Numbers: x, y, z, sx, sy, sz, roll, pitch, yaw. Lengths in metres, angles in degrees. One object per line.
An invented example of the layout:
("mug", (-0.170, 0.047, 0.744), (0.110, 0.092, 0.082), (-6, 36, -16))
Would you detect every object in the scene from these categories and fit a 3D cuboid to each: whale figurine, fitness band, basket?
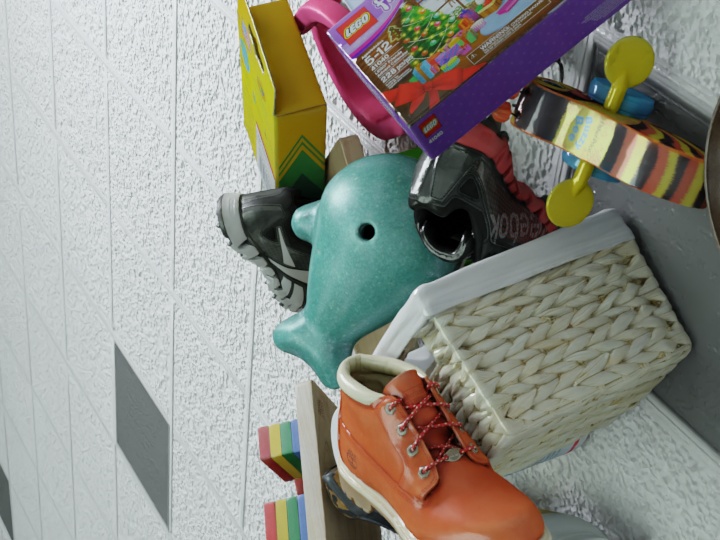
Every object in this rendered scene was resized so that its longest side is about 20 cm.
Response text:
("whale figurine", (0.000, 0.000, 1.062), (0.159, 0.104, 0.201), (38, 101, 14))
("fitness band", (-0.002, -0.181, 1.163), (0.144, 0.037, 0.200), (54, 173, -8))
("basket", (0.125, 0.063, 0.960), (0.124, 0.199, 0.136), (57, 148, 19))

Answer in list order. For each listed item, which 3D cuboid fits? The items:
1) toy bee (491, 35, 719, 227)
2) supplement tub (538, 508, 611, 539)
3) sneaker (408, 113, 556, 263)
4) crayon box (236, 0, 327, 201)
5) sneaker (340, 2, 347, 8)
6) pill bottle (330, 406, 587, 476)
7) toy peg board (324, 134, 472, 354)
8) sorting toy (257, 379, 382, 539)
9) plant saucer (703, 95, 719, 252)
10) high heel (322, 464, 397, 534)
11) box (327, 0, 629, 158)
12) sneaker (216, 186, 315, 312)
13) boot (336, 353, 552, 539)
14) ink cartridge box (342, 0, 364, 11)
("toy bee", (0.147, -0.096, 0.912), (0.199, 0.108, 0.132), (10, 95, 50))
("supplement tub", (0.133, 0.270, 1.093), (0.200, 0.144, 0.147), (-3, 101, 62))
("sneaker", (0.091, -0.038, 0.993), (0.070, 0.098, 0.200), (16, 163, 33))
("crayon box", (-0.072, -0.152, 1.196), (0.200, 0.050, 0.128), (95, 159, -61))
("sneaker", (0.031, -0.233, 1.144), (0.116, 0.075, 0.201), (99, 150, -59))
("pill bottle", (0.081, 0.121, 1.057), (0.109, 0.199, 0.110), (36, 134, 50))
("toy peg board", (0.036, -0.016, 1.221), (0.199, 0.097, 0.202), (140, 115, -77))
("sorting toy", (-0.039, 0.244, 1.321), (0.199, 0.069, 0.201), (55, -156, -58))
("plant saucer", (0.285, -0.044, 0.776), (0.200, 0.032, 0.202), (37, 134, 52))
("high heel", (-0.003, 0.161, 1.290), (0.071, 0.142, 0.201), (-35, 47, 19))
("box", (0.088, -0.183, 0.899), (0.039, 0.200, 0.137), (49, -177, -45))
("sneaker", (-0.054, -0.018, 1.234), (0.200, 0.090, 0.067), (50, -151, -54))
("boot", (0.047, 0.125, 0.871), (0.199, 0.075, 0.108), (25, 127, 48))
("ink cartridge box", (0.050, -0.226, 1.035), (0.200, 0.119, 0.042), (55, 156, 33))
